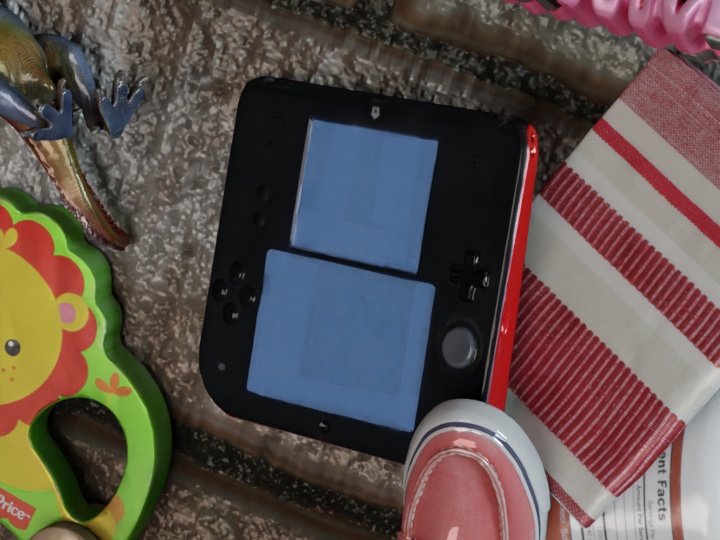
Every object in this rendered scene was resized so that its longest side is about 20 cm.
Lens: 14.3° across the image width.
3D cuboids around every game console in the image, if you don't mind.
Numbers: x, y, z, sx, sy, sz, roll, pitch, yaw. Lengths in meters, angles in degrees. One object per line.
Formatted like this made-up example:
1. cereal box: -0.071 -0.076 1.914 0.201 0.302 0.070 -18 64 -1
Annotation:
1. game console: 0.000 0.000 1.444 0.200 0.031 0.177 12 99 42

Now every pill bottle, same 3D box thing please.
1. pill bottle: 0.142 0.113 1.440 0.200 0.112 0.112 -2 106 21

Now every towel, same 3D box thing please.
1. towel: 0.132 0.007 1.397 0.200 0.023 0.144 -50 56 9

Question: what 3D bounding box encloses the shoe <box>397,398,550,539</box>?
1. shoe: 0.045 0.163 1.379 0.071 0.091 0.200 10 128 12

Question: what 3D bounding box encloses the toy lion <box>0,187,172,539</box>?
1. toy lion: -0.189 0.059 1.580 0.200 0.069 0.192 30 107 9

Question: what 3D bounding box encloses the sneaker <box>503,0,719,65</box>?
1. sneaker: 0.126 -0.164 1.391 0.200 0.079 0.096 19 87 16

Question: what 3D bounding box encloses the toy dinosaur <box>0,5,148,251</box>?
1. toy dinosaur: -0.211 -0.116 1.518 0.181 0.105 0.200 28 129 32
